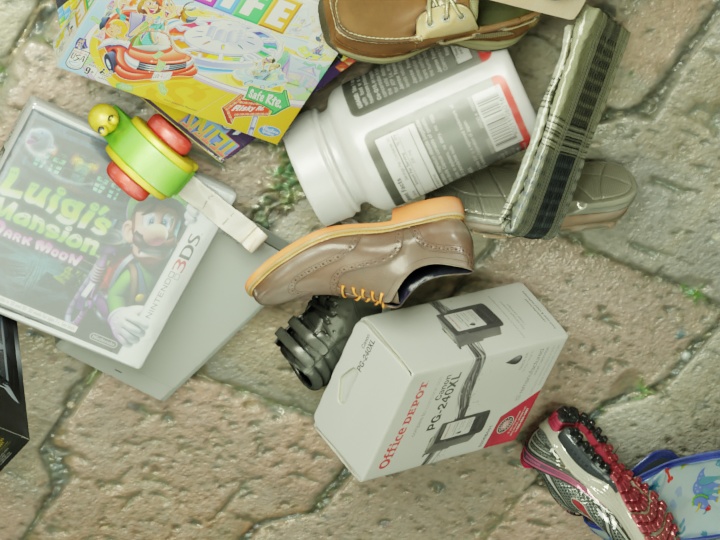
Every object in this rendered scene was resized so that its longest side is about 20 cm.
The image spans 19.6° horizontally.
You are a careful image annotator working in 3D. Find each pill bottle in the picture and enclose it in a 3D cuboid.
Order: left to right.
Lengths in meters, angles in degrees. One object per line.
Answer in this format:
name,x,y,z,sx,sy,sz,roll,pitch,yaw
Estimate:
pill bottle,0.042,-0.121,1.749,0.200,0.114,0.114,-23,133,6

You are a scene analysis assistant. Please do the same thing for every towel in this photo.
towel,0.166,-0.122,1.724,0.034,0.193,0.200,22,95,15

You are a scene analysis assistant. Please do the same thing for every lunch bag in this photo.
lunch bag,0.357,0.274,2.186,0.200,0.128,0.170,-16,138,32

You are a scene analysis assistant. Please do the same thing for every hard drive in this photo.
hard drive,-0.163,0.026,1.880,0.132,0.026,0.200,30,118,-35

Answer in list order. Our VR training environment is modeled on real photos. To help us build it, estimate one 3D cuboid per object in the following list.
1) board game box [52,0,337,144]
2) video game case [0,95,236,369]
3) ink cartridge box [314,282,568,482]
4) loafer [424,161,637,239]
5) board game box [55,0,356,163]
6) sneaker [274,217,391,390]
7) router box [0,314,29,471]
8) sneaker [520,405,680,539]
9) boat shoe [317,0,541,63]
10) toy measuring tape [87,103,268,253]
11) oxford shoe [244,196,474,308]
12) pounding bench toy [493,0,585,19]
board game box,-0.119,-0.186,1.621,0.200,0.034,0.135,17,124,-29
video game case,-0.231,-0.028,1.765,0.200,0.023,0.182,24,102,-25
ink cartridge box,0.074,0.103,1.932,0.200,0.083,0.145,-12,139,-38
loafer,0.151,-0.053,1.874,0.200,0.072,0.063,-5,139,-16
board game box,-0.117,-0.199,1.672,0.165,0.057,0.200,-35,131,18
sneaker,-0.029,0.035,1.880,0.099,0.071,0.200,-29,140,-20
router box,-0.359,0.059,1.732,0.157,0.200,0.052,28,120,-33
sneaker,0.245,0.231,2.094,0.075,0.200,0.081,-45,166,27
boat shoe,0.062,-0.210,1.624,0.200,0.076,0.074,-11,173,-33
toy measuring tape,-0.147,-0.070,1.724,0.074,0.074,0.200,-39,119,19
oxford shoe,0.000,0.000,1.778,0.200,0.073,0.071,-19,163,5
pounding bench toy,0.135,-0.315,1.573,0.124,0.156,0.200,10,127,-24
